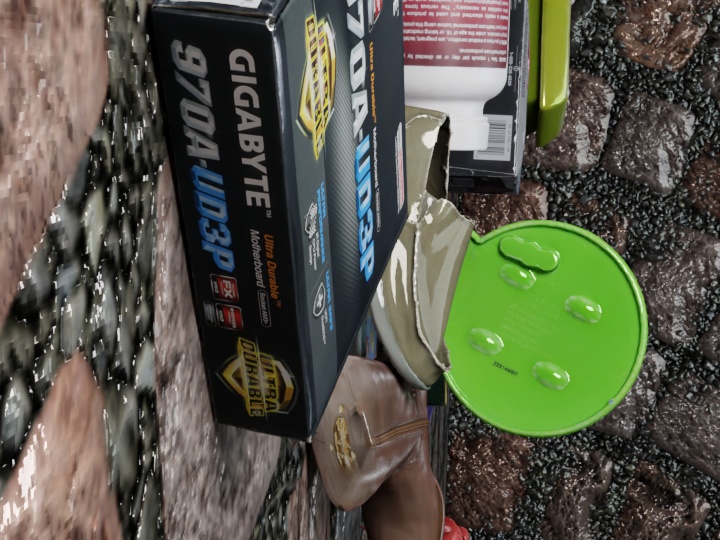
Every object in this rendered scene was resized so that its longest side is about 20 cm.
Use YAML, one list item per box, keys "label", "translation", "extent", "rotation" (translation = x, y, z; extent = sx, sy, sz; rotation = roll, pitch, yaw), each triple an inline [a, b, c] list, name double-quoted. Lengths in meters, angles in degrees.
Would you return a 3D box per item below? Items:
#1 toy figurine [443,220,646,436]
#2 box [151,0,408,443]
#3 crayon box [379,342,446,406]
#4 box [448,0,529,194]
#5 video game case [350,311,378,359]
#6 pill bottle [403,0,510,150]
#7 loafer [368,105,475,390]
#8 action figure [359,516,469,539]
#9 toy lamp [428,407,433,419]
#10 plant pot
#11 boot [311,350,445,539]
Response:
- label: "toy figurine"
  translation: [0.121, 0.040, 0.971]
  extent: [0.151, 0.199, 0.184]
  rotation: [-64, 166, -1]
- label: "box"
  translation: [-0.022, -0.056, 0.514]
  extent: [0.160, 0.046, 0.201]
  rotation: [-66, 160, -47]
- label: "crayon box"
  translation: [0.043, 0.011, 1.077]
  extent: [0.126, 0.051, 0.202]
  rotation: [136, -45, -86]
- label: "box"
  translation: [0.108, -0.187, 1.304]
  extent: [0.115, 0.131, 0.202]
  rotation: [37, 56, -80]
- label: "video game case"
  translation: [0.000, 0.000, 0.943]
  extent: [0.144, 0.017, 0.201]
  rotation: [-79, 170, -54]
- label: "pill bottle"
  translation: [0.060, -0.196, 0.976]
  extent: [0.113, 0.112, 0.202]
  rotation: [-50, 142, -79]
- label: "loafer"
  translation: [0.042, -0.021, 0.848]
  extent: [0.075, 0.069, 0.202]
  rotation: [20, 62, -73]
- label: "action figure"
  translation: [0.022, 0.251, 1.020]
  extent: [0.200, 0.098, 0.066]
  rotation: [-20, 95, -58]
- label: "toy lamp"
  translation: [0.044, 0.067, 1.199]
  extent: [0.058, 0.058, 0.202]
  rotation: [28, 62, -83]
- label: "plant pot"
  translation: [0.155, -0.249, 1.480]
  extent: [0.199, 0.180, 0.202]
  rotation: [56, 37, -78]
- label: "boot"
  translation: [0.011, 0.145, 0.850]
  extent: [0.200, 0.064, 0.188]
  rotation: [-5, 89, -79]
